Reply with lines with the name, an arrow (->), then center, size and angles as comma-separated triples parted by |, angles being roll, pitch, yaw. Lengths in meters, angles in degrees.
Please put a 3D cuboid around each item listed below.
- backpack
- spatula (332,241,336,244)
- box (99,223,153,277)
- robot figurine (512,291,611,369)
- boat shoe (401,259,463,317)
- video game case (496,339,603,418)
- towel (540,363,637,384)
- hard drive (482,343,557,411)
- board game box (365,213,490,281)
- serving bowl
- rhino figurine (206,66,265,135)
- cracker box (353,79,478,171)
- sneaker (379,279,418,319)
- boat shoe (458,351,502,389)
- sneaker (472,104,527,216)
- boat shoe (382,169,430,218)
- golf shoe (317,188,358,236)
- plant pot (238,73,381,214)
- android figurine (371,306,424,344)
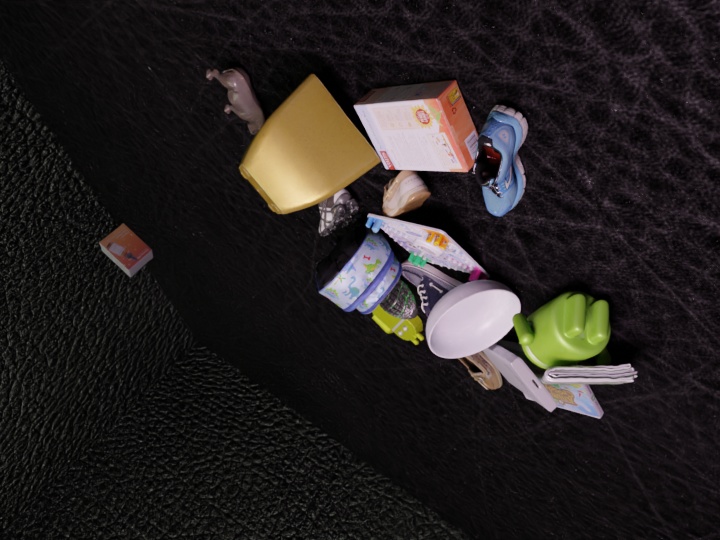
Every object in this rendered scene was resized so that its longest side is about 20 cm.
backpack -> 0.000, 0.000, 1.369 | 0.147, 0.183, 0.200 | 38, -170, -11
spatula -> 0.005, -0.033, 1.568 | 0.199, 0.021, 0.056 | 20, 167, 36
box -> -1.133, -0.098, 3.093 | 0.200, 0.152, 0.106 | 41, 155, 3
robot figurine -> 0.359, 0.109, 1.128 | 0.174, 0.117, 0.200 | 13, 157, -8
boat shoe -> 0.149, 0.050, 1.387 | 0.199, 0.093, 0.075 | 26, 155, 35
video game case -> 0.403, 0.232, 1.377 | 0.199, 0.022, 0.183 | 5, 135, 55
towel -> 0.400, 0.187, 1.142 | 0.148, 0.031, 0.200 | -2, 168, 13
hard drive -> 0.322, 0.210, 1.329 | 0.132, 0.027, 0.200 | 49, 177, -10
board game box -> 0.132, -0.040, 1.268 | 0.199, 0.026, 0.200 | 17, 166, 44
serving bowl -> 0.215, 0.087, 1.269 | 0.201, 0.199, 0.066 | 74, 173, -49
rhino figurine -> -0.252, -0.360, 1.395 | 0.087, 0.060, 0.201 | 11, 145, 34
cracker box -> 0.095, -0.236, 1.056 | 0.199, 0.058, 0.134 | 13, 142, 49
sneaker -> 0.074, 0.044, 1.480 | 0.085, 0.078, 0.200 | 22, -162, -46
boat shoe -> 0.266, 0.218, 1.520 | 0.200, 0.063, 0.073 | 51, 154, -18
sneaker -> 0.201, -0.154, 0.982 | 0.078, 0.090, 0.201 | 28, 153, 31
boat shoe -> 0.080, -0.147, 1.222 | 0.070, 0.073, 0.200 | 67, 164, 4
golf shoe -> -0.062, -0.145, 1.454 | 0.095, 0.077, 0.200 | 60, 155, 6
plant pot -> -0.115, -0.211, 1.193 | 0.196, 0.200, 0.194 | 49, 173, -13
android figurine -> 0.086, 0.116, 1.667 | 0.200, 0.041, 0.182 | 44, 156, 3
